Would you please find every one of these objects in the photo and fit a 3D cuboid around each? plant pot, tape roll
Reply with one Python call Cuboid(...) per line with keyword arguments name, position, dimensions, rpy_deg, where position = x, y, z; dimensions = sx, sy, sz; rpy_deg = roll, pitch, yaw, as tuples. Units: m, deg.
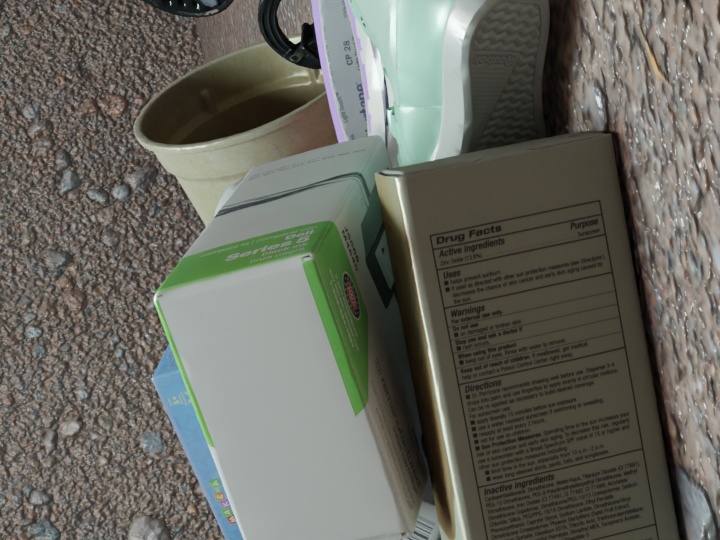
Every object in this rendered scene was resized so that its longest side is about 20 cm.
Cuboid(name="plant pot", position=(-0.066, -0.076, 1.327), dimensions=(0.201, 0.200, 0.184), rpy_deg=(-117, 6, -62))
Cuboid(name="tape roll", position=(0.019, -0.138, 0.997), dimensions=(0.200, 0.065, 0.201), rpy_deg=(168, 90, -83))

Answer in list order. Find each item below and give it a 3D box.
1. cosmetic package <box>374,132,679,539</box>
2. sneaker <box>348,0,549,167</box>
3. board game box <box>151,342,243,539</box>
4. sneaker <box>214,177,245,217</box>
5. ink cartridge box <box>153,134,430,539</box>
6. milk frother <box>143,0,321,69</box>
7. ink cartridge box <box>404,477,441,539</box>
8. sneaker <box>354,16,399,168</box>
Cuboid(name="cosmetic package", position=(0.076, 0.043, 0.721), dimensions=(0.071, 0.105, 0.201), rpy_deg=(-152, 52, -80))
Cuboid(name="sneaker", position=(0.038, -0.095, 0.794), dimensions=(0.118, 0.073, 0.201), rpy_deg=(52, 152, 35))
Cuboid(name="board game box", position=(-0.049, 0.068, 0.871), dimensions=(0.200, 0.036, 0.152), rpy_deg=(-74, -34, -63))
Cuboid(name="sneaker", position=(0.000, 0.000, 1.019), dimensions=(0.075, 0.199, 0.088), rpy_deg=(-60, 23, 7))
Cuboid(name="ink cartridge box", position=(-0.018, 0.031, 0.788), dimensions=(0.200, 0.084, 0.146), rpy_deg=(-65, -42, -67))
Cuboid(name="milk frother", position=(-0.074, -0.284, 1.240), dimensions=(0.200, 0.180, 0.189), rpy_deg=(50, -130, -38))
Cuboid(name="ink cartridge box", position=(0.039, 0.164, 1.004), dimensions=(0.200, 0.050, 0.162), rpy_deg=(-41, -26, -62))
Cuboid(name="sneaker", position=(0.050, -0.081, 0.857), dimensions=(0.080, 0.076, 0.201), rpy_deg=(-1, 107, 61))
